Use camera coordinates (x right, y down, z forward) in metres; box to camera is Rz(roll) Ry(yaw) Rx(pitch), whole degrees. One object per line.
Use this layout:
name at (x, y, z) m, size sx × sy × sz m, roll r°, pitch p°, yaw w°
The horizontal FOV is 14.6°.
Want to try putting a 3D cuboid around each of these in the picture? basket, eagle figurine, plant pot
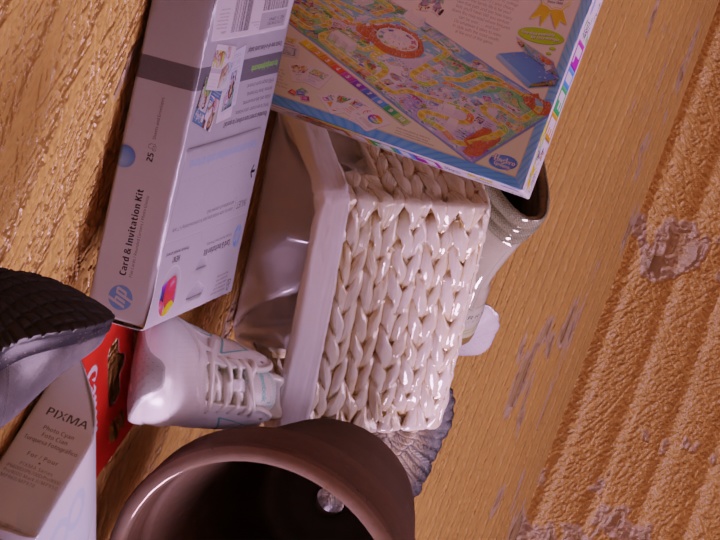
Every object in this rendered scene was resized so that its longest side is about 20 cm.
basket at (0.000, 0.000, 1.868) m, size 0.136 × 0.123 × 0.200 m, roll -112°, pitch -151°, yaw -53°
eagle figurine at (0.003, 0.091, 2.140) m, size 0.151 × 0.152 × 0.200 m, roll 132°, pitch -21°, yaw -67°
plant pot at (-0.040, 0.176, 1.766) m, size 0.175 × 0.200 × 0.200 m, roll -45°, pitch 152°, yaw -67°

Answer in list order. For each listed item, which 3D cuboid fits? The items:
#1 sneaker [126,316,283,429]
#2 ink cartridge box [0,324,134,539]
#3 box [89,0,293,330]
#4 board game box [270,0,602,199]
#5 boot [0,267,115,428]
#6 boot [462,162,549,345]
sneaker at (-0.095, 0.065, 1.745) m, size 0.200 × 0.080 × 0.071 m, roll 17°, pitch 82°, yaw -80°
ink cartridge box at (-0.162, 0.122, 1.650) m, size 0.160 × 0.047 × 0.200 m, roll 95°, pitch 21°, yaw -50°
box at (-0.094, -0.076, 1.623) m, size 0.156 × 0.041 × 0.200 m, roll -27°, pitch 131°, yaw -72°
board game box at (0.032, -0.140, 1.721) m, size 0.034 × 0.200 × 0.135 m, roll 34°, pitch 76°, yaw -77°
boot at (-0.203, 0.079, 1.394) m, size 0.200 × 0.070 × 0.132 m, roll -23°, pitch 135°, yaw -59°
boot at (0.060, -0.069, 1.967) m, size 0.155 × 0.072 × 0.200 m, roll -58°, pitch -136°, yaw 44°
